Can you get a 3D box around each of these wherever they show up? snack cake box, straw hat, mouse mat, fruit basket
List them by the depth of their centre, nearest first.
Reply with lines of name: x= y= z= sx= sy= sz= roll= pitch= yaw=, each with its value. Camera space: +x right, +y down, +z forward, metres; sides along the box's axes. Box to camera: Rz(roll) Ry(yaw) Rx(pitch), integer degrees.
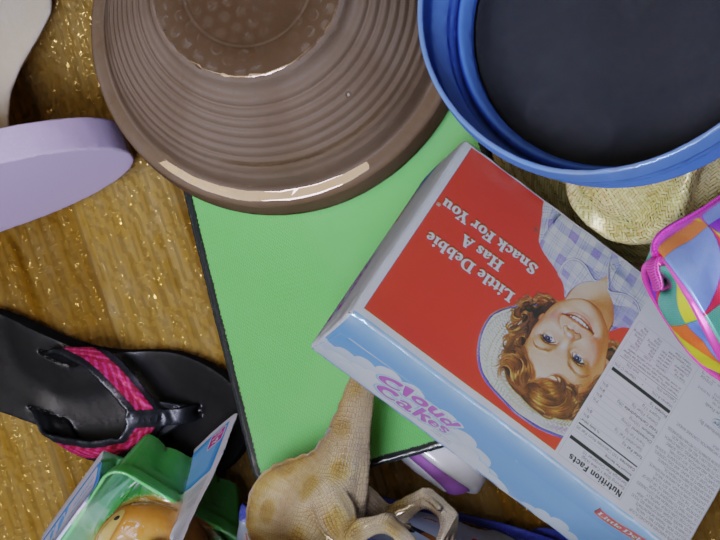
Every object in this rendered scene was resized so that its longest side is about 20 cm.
straw hat: x=0.144 y=-0.059 z=1.278 sx=0.200 sy=0.085 sz=0.202 roll=8 pitch=115 yaw=18
snack cake box: x=0.091 y=0.046 z=1.287 sx=0.200 sy=0.067 sz=0.115 roll=37 pitch=65 yaw=-5
mouse mat: x=0.000 y=0.000 z=1.352 sx=0.160 sy=0.008 sz=0.201 roll=-16 pitch=76 yaw=6
fruit basket: x=-0.138 y=0.182 z=1.377 sx=0.094 sy=0.200 sz=0.185 roll=35 pitch=123 yaw=-4

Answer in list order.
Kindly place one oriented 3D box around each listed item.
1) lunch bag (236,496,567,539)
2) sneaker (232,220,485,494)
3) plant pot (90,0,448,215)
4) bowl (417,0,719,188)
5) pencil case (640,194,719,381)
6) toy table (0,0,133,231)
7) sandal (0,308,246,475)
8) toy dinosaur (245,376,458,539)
lunch bag: x=0.038 y=0.213 z=1.365 sx=0.199 sy=0.124 sz=0.171 roll=8 pitch=99 yaw=28
sneaker: x=0.014 y=0.024 z=1.387 sx=0.200 sy=0.075 sz=0.100 roll=43 pitch=87 yaw=14
plant pot: x=-0.048 y=-0.135 z=1.334 sx=0.200 sy=0.093 sz=0.202 roll=-2 pitch=79 yaw=11
bowl: x=0.126 y=-0.131 z=1.238 sx=0.200 sy=0.039 sz=0.201 roll=-10 pitch=66 yaw=23
pencil case: x=0.226 y=-0.030 z=1.231 sx=0.200 sy=0.088 sz=0.088 roll=-36 pitch=83 yaw=-7
toy table: x=-0.236 y=-0.083 z=1.417 sx=0.184 sy=0.199 sz=0.117 roll=-40 pitch=69 yaw=55
sandal: x=-0.152 y=0.072 z=1.462 sx=0.199 sy=0.045 sz=0.075 roll=15 pitch=103 yaw=19
toy dinosaur: x=-0.008 y=0.118 z=1.294 sx=0.101 sy=0.058 sz=0.201 roll=23 pitch=95 yaw=24
